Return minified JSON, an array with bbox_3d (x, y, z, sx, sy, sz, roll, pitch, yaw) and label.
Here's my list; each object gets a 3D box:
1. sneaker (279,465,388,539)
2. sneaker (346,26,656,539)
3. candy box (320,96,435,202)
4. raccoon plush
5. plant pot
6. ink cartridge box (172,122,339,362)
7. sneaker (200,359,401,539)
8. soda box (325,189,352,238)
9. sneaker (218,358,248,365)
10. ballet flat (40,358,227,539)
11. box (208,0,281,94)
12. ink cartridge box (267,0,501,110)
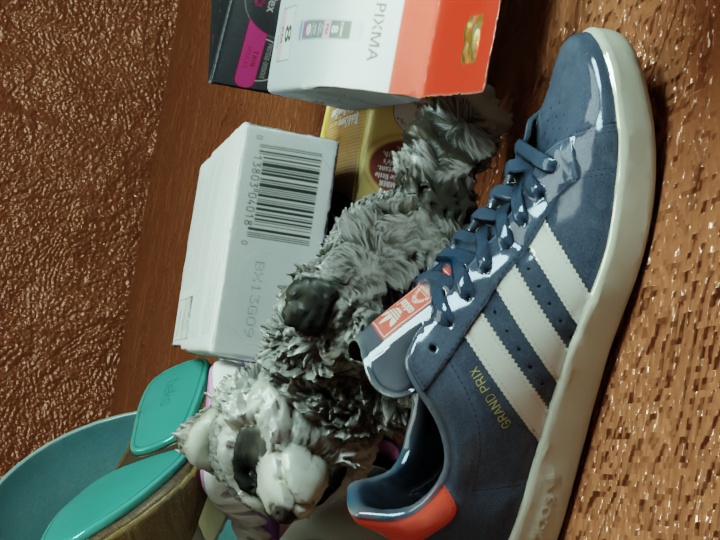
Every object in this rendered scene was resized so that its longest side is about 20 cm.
[{"bbox_3d":[-0.028,0.164,0.759,0.201,0.074,0.080,-59,-19,-31],"label":"sneaker"},{"bbox_3d":[0.044,0.010,0.638,0.075,0.084,0.201,-130,52,-76],"label":"sneaker"},{"bbox_3d":[0.029,-0.134,0.912,0.115,0.055,0.201,-138,60,-75],"label":"candy box"},{"bbox_3d":[0.005,0.024,0.781,0.134,0.097,0.200,-42,8,45],"label":"raccoon plush"},{"bbox_3d":[-0.134,0.200,1.163,0.200,0.199,0.135,-101,-1,-61],"label":"plant pot"},{"bbox_3d":[-0.058,-0.008,0.932,0.200,0.050,0.110,168,112,-79],"label":"ink cartridge box"},{"bbox_3d":[-0.019,0.111,0.897,0.200,0.088,0.081,75,-165,-60],"label":"sneaker"},{"bbox_3d":[0.000,0.000,0.922,0.200,0.063,0.071,-131,52,-76],"label":"soda box"},{"bbox_3d":[-0.057,0.075,1.110,0.200,0.075,0.089,-177,96,-79],"label":"sneaker"},{"bbox_3d":[-0.094,0.112,0.868,0.073,0.067,0.200,64,-164,-15],"label":"ballet flat"},{"bbox_3d":[-0.038,-0.218,1.198,0.201,0.105,0.123,-94,18,-50],"label":"box"},{"bbox_3d":[0.014,-0.157,0.796,0.200,0.057,0.164,-168,88,-77],"label":"ink cartridge box"}]
